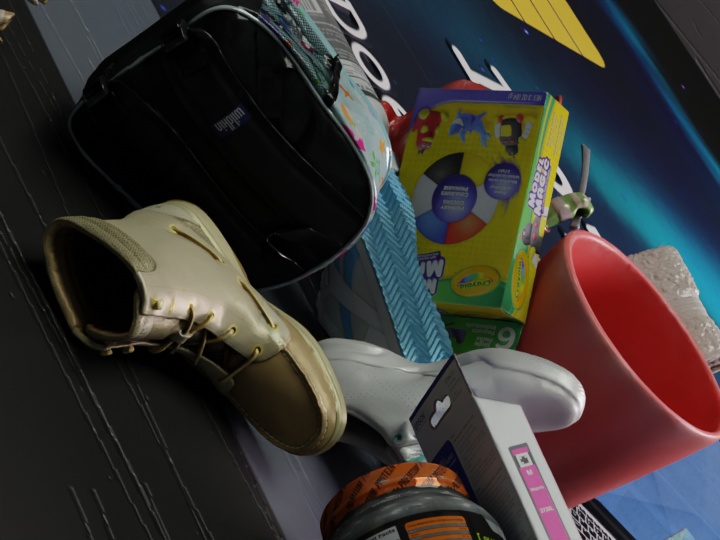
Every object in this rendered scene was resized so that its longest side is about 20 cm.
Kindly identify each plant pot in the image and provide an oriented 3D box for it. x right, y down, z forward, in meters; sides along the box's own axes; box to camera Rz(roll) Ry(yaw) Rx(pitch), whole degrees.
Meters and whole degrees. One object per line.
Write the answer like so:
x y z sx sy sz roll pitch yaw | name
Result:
0.159 0.098 1.527 0.200 0.177 0.201 42 23 -23 | plant pot

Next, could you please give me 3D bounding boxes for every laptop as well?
0.267 0.226 1.639 0.187 0.116 0.200 45 21 -16 | laptop

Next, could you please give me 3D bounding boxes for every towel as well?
0.203 0.056 1.674 0.034 0.200 0.133 78 -8 -54 | towel

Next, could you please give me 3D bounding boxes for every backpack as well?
-0.079 -0.093 1.348 0.200 0.177 0.151 51 25 -14 | backpack

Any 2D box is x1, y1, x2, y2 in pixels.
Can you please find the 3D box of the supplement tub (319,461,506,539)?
0.046 0.221 1.165 0.123 0.123 0.200 32 29 -43 | supplement tub

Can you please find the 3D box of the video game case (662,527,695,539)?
0.265 0.292 1.443 0.200 0.045 0.181 53 18 14 | video game case

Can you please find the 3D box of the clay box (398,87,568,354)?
0.081 -0.038 1.480 0.048 0.115 0.200 34 65 -55 | clay box

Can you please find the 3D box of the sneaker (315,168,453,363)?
0.000 0.000 1.437 0.076 0.081 0.200 2 68 -47 | sneaker

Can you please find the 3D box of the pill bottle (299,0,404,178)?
-0.047 -0.130 1.560 0.116 0.116 0.200 19 39 -56 | pill bottle

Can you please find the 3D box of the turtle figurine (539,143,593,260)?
0.182 -0.005 1.804 0.194 0.144 0.200 61 25 12 | turtle figurine

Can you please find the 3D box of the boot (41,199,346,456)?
-0.103 0.041 1.216 0.200 0.073 0.155 54 20 10 | boot

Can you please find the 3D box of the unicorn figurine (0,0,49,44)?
-0.266 -0.224 1.301 0.137 0.074 0.200 40 27 -3 | unicorn figurine

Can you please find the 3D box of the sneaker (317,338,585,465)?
0.053 0.104 1.338 0.075 0.200 0.089 85 11 -46 | sneaker

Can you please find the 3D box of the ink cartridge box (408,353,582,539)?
0.094 0.157 1.237 0.037 0.095 0.200 -14 64 -26 | ink cartridge box

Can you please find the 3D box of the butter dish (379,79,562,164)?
0.060 -0.085 1.621 0.148 0.200 0.199 38 22 -6 | butter dish
